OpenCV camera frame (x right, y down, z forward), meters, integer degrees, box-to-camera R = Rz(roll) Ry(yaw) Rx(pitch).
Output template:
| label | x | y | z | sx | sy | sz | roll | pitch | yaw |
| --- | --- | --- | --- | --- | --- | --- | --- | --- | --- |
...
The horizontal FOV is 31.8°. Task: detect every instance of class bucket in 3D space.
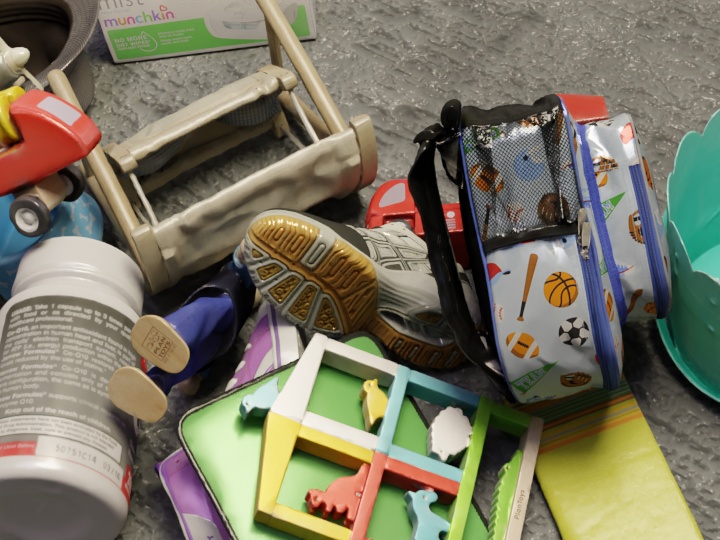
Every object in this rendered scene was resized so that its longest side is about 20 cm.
| label | x | y | z | sx | sy | sz | roll | pitch | yaw |
| --- | --- | --- | --- | --- | --- | --- | --- | --- | --- |
| bucket | 0.299 | -0.003 | 0.859 | 0.203 | 0.136 | 0.209 | -5 | 49 | 5 |

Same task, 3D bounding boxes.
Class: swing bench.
| label | x | y | z | sx | sy | sz | roll | pitch | yaw |
| --- | --- | --- | --- | --- | --- | --- | --- | --- | --- |
| swing bench | -0.114 | -0.094 | 1.008 | 0.197 | 0.131 | 0.201 | -26 | 57 | -13 |

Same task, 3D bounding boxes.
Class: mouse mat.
| label | x | y | z | sx | sy | sz | roll | pitch | yaw |
| --- | --- | --- | --- | --- | --- | --- | --- | --- | --- |
| mouse mat | -0.009 | 0.148 | 0.814 | 0.159 | 0.008 | 0.202 | -22 | 70 | -25 |

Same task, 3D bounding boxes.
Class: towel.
| label | x | y | z | sx | sy | sz | roll | pitch | yaw |
| --- | --- | --- | --- | --- | --- | --- | --- | --- | --- |
| towel | 0.161 | 0.137 | 0.848 | 0.085 | 0.018 | 0.202 | -20 | 51 | 0 |

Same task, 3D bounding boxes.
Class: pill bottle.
| label | x | y | z | sx | sy | sz | roll | pitch | yaw |
| --- | --- | --- | --- | --- | --- | --- | --- | --- | --- |
| pill bottle | -0.208 | 0.083 | 0.884 | 0.112 | 0.115 | 0.202 | -4 | 51 | 6 |

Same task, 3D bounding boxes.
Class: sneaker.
| label | x | y | z | sx | sy | sz | roll | pitch | yaw |
| --- | --- | --- | --- | --- | --- | --- | --- | --- | --- |
| sneaker | 0.000 | 0.000 | 0.903 | 0.076 | 0.198 | 0.088 | -44 | 34 | 30 |
| sneaker | -0.089 | 0.103 | 0.879 | 0.112 | 0.073 | 0.203 | -8 | 50 | 7 |

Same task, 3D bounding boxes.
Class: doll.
| label | x | y | z | sx | sy | sz | roll | pitch | yaw |
| --- | --- | --- | --- | --- | --- | --- | --- | --- | --- |
| doll | -0.107 | 0.033 | 0.895 | 0.048 | 0.138 | 0.200 | 29 | 20 | 5 |

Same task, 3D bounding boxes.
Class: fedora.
| label | x | y | z | sx | sy | sz | roll | pitch | yaw |
| --- | --- | --- | --- | --- | --- | --- | --- | --- | --- |
| fedora | -0.307 | -0.171 | 1.121 | 0.197 | 0.091 | 0.179 | -11 | 48 | 9 |

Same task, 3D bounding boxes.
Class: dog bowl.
| label | x | y | z | sx | sy | sz | roll | pitch | yaw |
| --- | --- | --- | --- | --- | --- | --- | --- | --- | --- |
| dog bowl | -0.305 | -0.035 | 1.018 | 0.197 | 0.050 | 0.113 | 4 | 60 | 20 |

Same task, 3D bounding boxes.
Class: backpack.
| label | x | y | z | sx | sy | sz | roll | pitch | yaw |
| --- | --- | --- | --- | --- | --- | --- | --- | --- | --- |
| backpack | 0.128 | -0.010 | 0.837 | 0.151 | 0.200 | 0.194 | -4 | 87 | 16 |

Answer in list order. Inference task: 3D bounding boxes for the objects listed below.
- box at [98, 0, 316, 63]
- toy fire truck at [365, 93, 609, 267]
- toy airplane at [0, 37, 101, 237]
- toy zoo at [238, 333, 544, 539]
| label | x | y | z | sx | sy | sz | roll | pitch | yaw |
| --- | --- | --- | --- | --- | --- | --- | --- | --- | --- |
| box | -0.143 | -0.300 | 1.195 | 0.196 | 0.097 | 0.178 | -7 | 51 | 3 |
| toy fire truck | 0.102 | -0.069 | 1.000 | 0.196 | 0.049 | 0.143 | -4 | 50 | 7 |
| toy airplane | -0.309 | -0.103 | 0.917 | 0.197 | 0.143 | 0.199 | -20 | 30 | -25 |
| toy zoo | 0.014 | 0.122 | 0.819 | 0.197 | 0.021 | 0.133 | 20 | 58 | -4 |
